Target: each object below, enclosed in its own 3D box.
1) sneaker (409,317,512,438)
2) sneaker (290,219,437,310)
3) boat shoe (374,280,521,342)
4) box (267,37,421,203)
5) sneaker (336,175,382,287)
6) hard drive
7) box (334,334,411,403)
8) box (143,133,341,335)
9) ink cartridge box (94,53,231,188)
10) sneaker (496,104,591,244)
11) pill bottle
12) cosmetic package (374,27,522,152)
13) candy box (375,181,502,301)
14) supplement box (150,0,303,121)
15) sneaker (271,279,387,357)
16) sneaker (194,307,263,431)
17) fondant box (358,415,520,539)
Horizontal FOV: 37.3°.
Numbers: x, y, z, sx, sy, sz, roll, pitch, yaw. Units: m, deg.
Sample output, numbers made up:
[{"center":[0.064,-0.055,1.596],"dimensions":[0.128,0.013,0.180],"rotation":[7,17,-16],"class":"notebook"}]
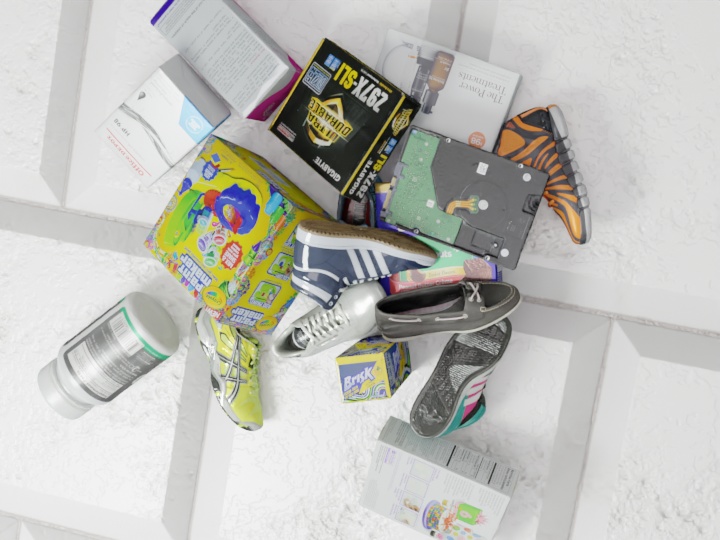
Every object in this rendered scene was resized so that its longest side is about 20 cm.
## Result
[{"center":[0.152,0.149,1.492],"dimensions":[0.084,0.121,0.200],"rotation":[38,95,19],"class":"sneaker"},{"center":[0.000,0.000,1.443],"dimensions":[0.199,0.070,0.109],"rotation":[9,109,-17],"class":"sneaker"},{"center":[0.115,0.047,1.433],"dimensions":[0.199,0.067,0.057],"rotation":[-14,133,9],"class":"boat shoe"},{"center":[-0.026,-0.212,1.488],"dimensions":[0.160,0.049,0.200],"rotation":[-55,49,11],"class":"box"},{"center":[-0.011,-0.045,1.524],"dimensions":[0.079,0.096,0.201],"rotation":[-1,94,12],"class":"sneaker"},{"center":[0.139,-0.099,1.440],"dimensions":[0.199,0.038,0.140],"rotation":[20,97,10],"class":"hard drive"},{"center":[0.021,0.132,1.476],"dimensions":[0.070,0.200,0.065],"rotation":[-8,92,11],"class":"box"},{"center":[-0.168,-0.049,1.507],"dimensions":[0.200,0.122,0.193],"rotation":[40,102,34],"class":"box"},{"center":[-0.298,-0.203,1.546],"dimensions":[0.200,0.067,0.116],"rotation":[-36,103,31],"class":"ink cartridge box"},{"center":[0.246,-0.121,1.471],"dimensions":[0.111,0.078,0.201],"rotation":[-16,79,3],"class":"sneaker"},{"center":[-0.381,0.130,1.605],"dimensions":[0.200,0.113,0.113],"rotation":[-36,86,12],"class":"pill bottle"},{"center":[0.110,-0.237,1.509],"dimensions":[0.199,0.052,0.152],"rotation":[21,101,10],"class":"cosmetic package"},{"center":[0.113,-0.030,1.509],"dimensions":[0.168,0.077,0.201],"rotation":[-3,93,12],"class":"candy box"},{"center":[-0.188,-0.320,1.539],"dimensions":[0.200,0.101,0.103],"rotation":[44,101,6],"class":"supplement box"},{"center":[-0.041,0.076,1.511],"dimensions":[0.200,0.080,0.077],"rotation":[-35,76,38],"class":"sneaker"},{"center":[-0.181,0.141,1.584],"dimensions":[0.076,0.075,0.201],"rotation":[-20,91,13],"class":"sneaker"},{"center":[0.109,0.309,1.513],"dimensions":[0.199,0.058,0.145],"rotation":[23,129,10],"class":"fondant box"}]
